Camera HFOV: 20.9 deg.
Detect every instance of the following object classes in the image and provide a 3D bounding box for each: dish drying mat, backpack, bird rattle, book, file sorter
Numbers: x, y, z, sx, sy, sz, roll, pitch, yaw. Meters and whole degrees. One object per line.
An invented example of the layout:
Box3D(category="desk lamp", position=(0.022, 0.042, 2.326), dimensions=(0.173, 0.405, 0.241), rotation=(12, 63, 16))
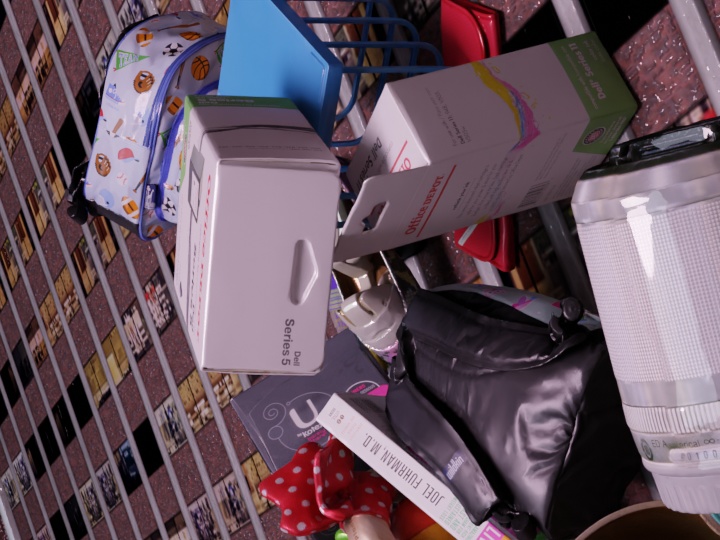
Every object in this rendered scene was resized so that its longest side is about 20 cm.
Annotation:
Box3D(category="dish drying mat", position=(0.085, -0.101, 1.454), dimensions=(0.077, 0.018, 0.200), rotation=(35, 136, 57))
Box3D(category="backpack", position=(-0.158, -0.135, 1.777), dimensions=(0.154, 0.200, 0.191), rotation=(17, 117, 27))
Box3D(category="backpack", position=(0.109, 0.088, 1.367), dimensions=(0.200, 0.126, 0.167), rotation=(26, 97, 50))
Box3D(category="bird rattle", position=(0.028, 0.202, 1.454), dimensions=(0.200, 0.163, 0.113), rotation=(44, 116, 25))
Box3D(category="book", position=(0.073, 0.159, 1.414), dimensions=(0.200, 0.134, 0.048), rotation=(39, 100, 22))
Box3D(category="file sorter", position=(-0.018, -0.132, 1.492), dimensions=(0.200, 0.123, 0.139), rotation=(-128, 43, -52))

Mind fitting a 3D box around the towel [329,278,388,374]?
Box3D(category="towel", position=(-0.022, 0.005, 1.715), dimensions=(0.144, 0.023, 0.200), rotation=(-179, 71, -81))

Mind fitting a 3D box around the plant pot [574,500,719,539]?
Box3D(category="plant pot", position=(0.184, 0.254, 1.296), dimensions=(0.200, 0.186, 0.187), rotation=(121, 130, -76))

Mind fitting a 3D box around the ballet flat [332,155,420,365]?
Box3D(category="ballet flat", position=(0.000, 0.000, 1.550), dimensions=(0.069, 0.071, 0.200), rotation=(-29, 81, 28))

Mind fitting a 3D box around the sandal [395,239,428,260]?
Box3D(category="sandal", position=(0.011, -0.031, 1.632), dimensions=(0.075, 0.045, 0.200), rotation=(68, 156, 18))

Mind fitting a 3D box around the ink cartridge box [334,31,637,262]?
Box3D(category="ink cartridge box", position=(0.066, -0.080, 1.280), dimensions=(0.067, 0.200, 0.117), rotation=(64, 155, 21))

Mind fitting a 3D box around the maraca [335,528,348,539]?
Box3D(category="maraca", position=(0.069, 0.260, 1.556), dimensions=(0.200, 0.107, 0.137), rotation=(19, 121, 14))

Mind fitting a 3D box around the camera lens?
Box3D(category="camera lens", position=(0.211, 0.016, 1.069), dimensions=(0.160, 0.160, 0.200), rotation=(-7, 98, 67))

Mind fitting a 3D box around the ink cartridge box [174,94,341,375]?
Box3D(category="ink cartridge box", position=(-0.075, -0.029, 1.331), dimensions=(0.200, 0.084, 0.146), rotation=(-123, 36, -71))

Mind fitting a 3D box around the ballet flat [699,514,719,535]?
Box3D(category="ballet flat", position=(0.213, 0.073, 1.237), dimensions=(0.065, 0.070, 0.200), rotation=(110, 147, -78))

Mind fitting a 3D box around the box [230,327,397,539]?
Box3D(category="box", position=(-0.005, 0.164, 1.615), dimensions=(0.106, 0.122, 0.200), rotation=(54, 174, 43))
